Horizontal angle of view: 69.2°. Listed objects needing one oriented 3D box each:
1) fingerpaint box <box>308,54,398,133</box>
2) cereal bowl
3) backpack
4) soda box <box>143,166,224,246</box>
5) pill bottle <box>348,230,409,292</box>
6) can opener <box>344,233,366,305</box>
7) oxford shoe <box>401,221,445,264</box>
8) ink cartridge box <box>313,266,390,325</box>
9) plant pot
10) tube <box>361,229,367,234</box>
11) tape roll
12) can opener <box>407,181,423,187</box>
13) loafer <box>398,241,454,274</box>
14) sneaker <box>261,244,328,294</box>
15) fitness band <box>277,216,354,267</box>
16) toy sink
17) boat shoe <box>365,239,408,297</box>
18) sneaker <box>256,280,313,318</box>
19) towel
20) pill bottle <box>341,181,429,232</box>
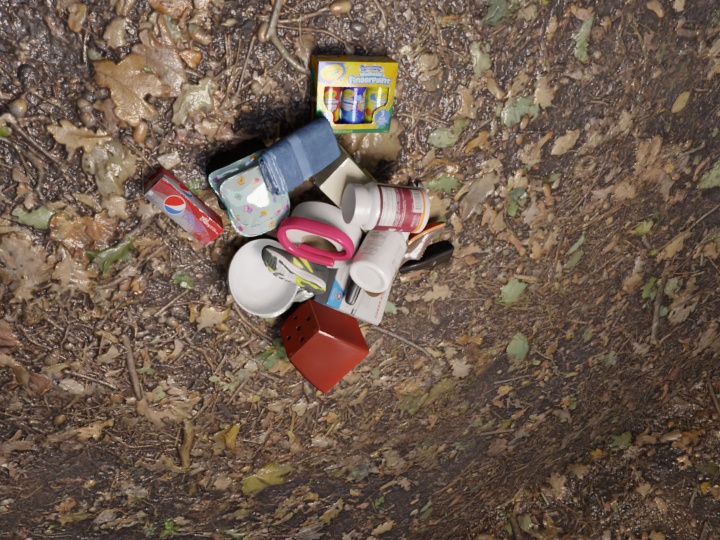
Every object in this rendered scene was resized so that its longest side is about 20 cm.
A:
[{"bbox_3d":[-0.019,-0.421,1.252,0.195,0.074,0.170,-6,125,-19],"label":"fingerpaint box"},{"bbox_3d":[-0.269,0.017,1.417,0.196,0.083,0.206,-1,93,-24],"label":"cereal bowl"},{"bbox_3d":[-0.261,-0.186,1.266,0.173,0.154,0.202,-27,132,-9],"label":"backpack"},{"bbox_3d":[-0.427,-0.153,1.273,0.070,0.064,0.200,-38,128,7],"label":"soda box"},{"bbox_3d":[0.057,-0.053,1.364,0.112,0.202,0.116,19,144,14],"label":"pill bottle"},{"bbox_3d":[0.000,0.000,1.462,0.063,0.077,0.205,19,86,-64],"label":"can opener"},{"bbox_3d":[0.173,-0.078,1.552,0.197,0.071,0.074,-30,102,9],"label":"oxford shoe"},{"bbox_3d":[-0.019,0.057,1.531,0.198,0.084,0.149,26,78,-34],"label":"ink cartridge box"},{"bbox_3d":[-0.123,0.201,1.532,0.200,0.201,0.175,-43,132,14],"label":"plant pot"},{"bbox_3d":[0.034,-0.123,1.495,0.058,0.051,0.204,-22,134,-53],"label":"tube"},{"bbox_3d":[-0.099,-0.090,1.373,0.198,0.072,0.204,14,152,8],"label":"tape roll"},{"bbox_3d":[0.127,-0.160,1.501,0.065,0.054,0.203,6,121,-26],"label":"can opener"},{"bbox_3d":[0.201,-0.024,1.609,0.196,0.073,0.073,-17,128,-10],"label":"loafer"},{"bbox_3d":[-0.172,-0.014,1.389,0.198,0.086,0.074,34,140,-15],"label":"sneaker"},{"bbox_3d":[-0.111,-0.072,1.304,0.195,0.038,0.145,15,149,5],"label":"fitness band"},{"bbox_3d":[-0.022,-0.219,1.353,0.112,0.131,0.200,-42,127,9],"label":"toy sink"},{"bbox_3d":[0.081,-0.013,1.494,0.071,0.064,0.202,34,99,6],"label":"boat shoe"},{"bbox_3d":[-0.224,0.062,1.505,0.197,0.078,0.088,-30,117,-9],"label":"sneaker"},{"bbox_3d":[-0.140,-0.264,1.196,0.199,0.048,0.113,-38,130,-25],"label":"towel"},{"bbox_3d":[0.060,-0.154,1.276,0.196,0.115,0.116,2,122,-23],"label":"pill bottle"}]
